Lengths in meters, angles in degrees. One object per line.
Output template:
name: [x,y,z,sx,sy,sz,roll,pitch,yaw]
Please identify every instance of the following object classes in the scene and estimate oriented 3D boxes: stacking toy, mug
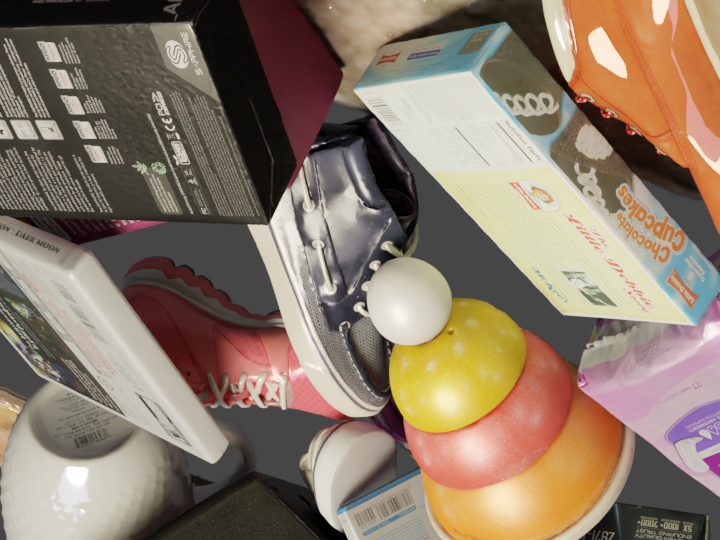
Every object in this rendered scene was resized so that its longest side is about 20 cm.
stacking toy: [0.067,0.066,0.873,0.145,0.147,0.201,-9,134,32]
mug: [-0.176,0.160,1.114,0.197,0.149,0.177,-8,137,-12]

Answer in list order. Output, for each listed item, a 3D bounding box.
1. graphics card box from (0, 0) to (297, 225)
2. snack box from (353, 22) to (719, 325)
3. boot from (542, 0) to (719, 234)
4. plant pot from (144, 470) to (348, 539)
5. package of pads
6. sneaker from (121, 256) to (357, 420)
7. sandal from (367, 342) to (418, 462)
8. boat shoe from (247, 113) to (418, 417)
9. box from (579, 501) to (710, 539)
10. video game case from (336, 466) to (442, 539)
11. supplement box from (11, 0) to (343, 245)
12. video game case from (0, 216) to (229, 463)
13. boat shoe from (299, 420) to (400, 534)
graphics card box: [-0.141,-0.085,0.723,0.198,0.051,0.126,3,135,24]
snack box: [0.097,-0.047,0.795,0.200,0.037,0.116,45,160,-24]
boot: [0.158,-0.090,0.732,0.106,0.075,0.201,-5,125,34]
plant pot: [-0.067,0.257,1.032,0.200,0.178,0.199,40,180,22]
package of pads: [0.239,0.081,0.872,0.199,0.076,0.120,38,139,-17]
sneaker: [-0.088,0.068,0.982,0.198,0.087,0.074,21,142,16]
sandal: [0.035,0.093,0.997,0.082,0.050,0.203,-10,129,33]
boat shoe: [0.000,0.000,0.878,0.092,0.075,0.202,-10,119,28]
box: [0.158,0.250,1.085,0.197,0.087,0.165,6,136,19]
video game case: [0.086,0.220,0.963,0.202,0.142,0.018,65,155,6]
supplement box: [-0.132,-0.103,0.818,0.198,0.104,0.131,-11,129,34]
video game case: [-0.187,0.031,0.913,0.180,0.023,0.201,20,153,35]
boat shoe: [-0.010,0.141,1.028,0.065,0.072,0.200,32,173,20]
